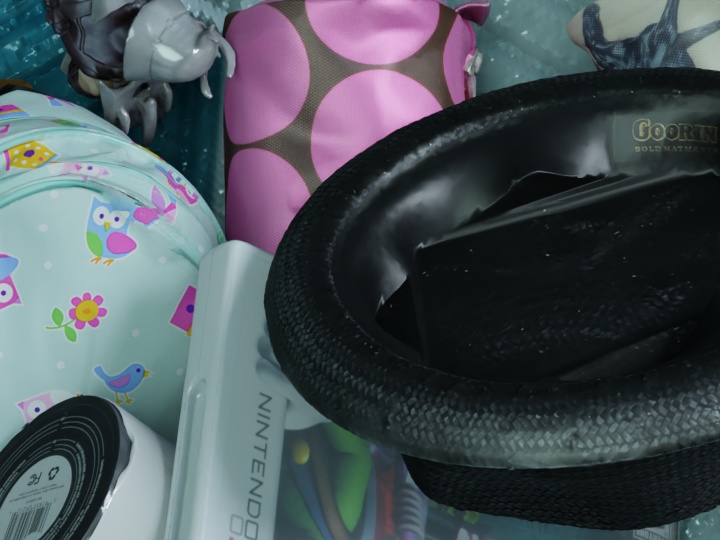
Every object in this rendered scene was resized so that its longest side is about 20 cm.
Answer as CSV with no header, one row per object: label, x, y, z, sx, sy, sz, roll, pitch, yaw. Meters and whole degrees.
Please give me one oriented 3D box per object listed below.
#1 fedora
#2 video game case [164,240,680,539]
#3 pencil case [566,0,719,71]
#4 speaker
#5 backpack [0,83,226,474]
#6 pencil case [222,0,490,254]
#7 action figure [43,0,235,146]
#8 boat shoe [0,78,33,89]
fedora,0.075,0.021,0.762,0.200,0.201,0.092,-1,129,13
video game case,0.024,0.106,0.788,0.023,0.200,0.182,-25,50,45
pencil case,0.146,-0.024,0.846,0.078,0.089,0.200,-35,77,37
speaker,-0.033,0.124,0.812,0.200,0.081,0.081,38,96,-31
backpack,-0.131,0.039,0.855,0.200,0.167,0.127,-48,32,-1
pencil case,0.000,0.000,0.876,0.094,0.091,0.200,0,87,-13
action figure,-0.114,-0.125,0.895,0.200,0.130,0.069,39,50,26
boat shoe,-0.196,-0.001,0.932,0.200,0.070,0.070,-26,117,5
